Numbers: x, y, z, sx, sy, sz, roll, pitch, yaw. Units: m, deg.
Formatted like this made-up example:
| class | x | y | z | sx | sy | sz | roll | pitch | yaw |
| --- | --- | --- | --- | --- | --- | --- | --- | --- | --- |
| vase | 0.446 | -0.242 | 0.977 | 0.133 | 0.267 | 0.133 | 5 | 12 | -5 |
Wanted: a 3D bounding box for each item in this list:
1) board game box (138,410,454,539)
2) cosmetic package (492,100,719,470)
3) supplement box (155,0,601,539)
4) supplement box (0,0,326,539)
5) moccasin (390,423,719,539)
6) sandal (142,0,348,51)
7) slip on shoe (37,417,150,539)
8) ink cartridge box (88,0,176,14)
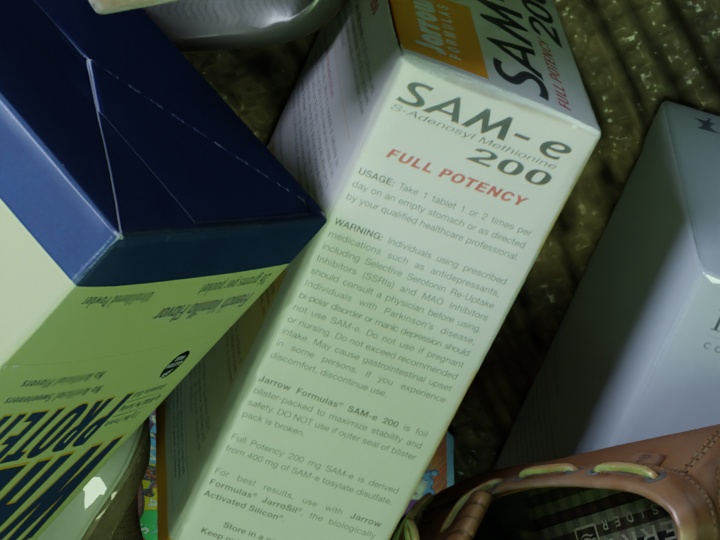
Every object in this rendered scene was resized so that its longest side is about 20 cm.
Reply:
| class | x | y | z | sx | sy | sz | roll | pitch | yaw |
| --- | --- | --- | --- | --- | --- | --- | --- | --- | --- |
| board game box | -0.040 | 0.132 | 1.018 | 0.157 | 0.039 | 0.201 | -2 | 122 | 0 |
| cosmetic package | 0.169 | 0.073 | 0.940 | 0.199 | 0.123 | 0.200 | 15 | 119 | -11 |
| supplement box | 0.000 | 0.000 | 0.875 | 0.073 | 0.126 | 0.200 | 20 | 114 | -14 |
| supplement box | -0.161 | -0.014 | 0.774 | 0.200 | 0.134 | 0.200 | -47 | 75 | 19 |
| moccasin | 0.050 | 0.103 | 0.850 | 0.201 | 0.078 | 0.074 | -17 | 85 | 47 |
| sandal | -0.100 | -0.094 | 0.851 | 0.199 | 0.055 | 0.082 | -3 | 101 | 5 |
| slip on shoe | -0.099 | 0.118 | 0.956 | 0.060 | 0.076 | 0.200 | 23 | 135 | -2 |
| ink cartridge box | -0.063 | -0.200 | 0.733 | 0.075 | 0.165 | 0.201 | -10 | 123 | 3 |
